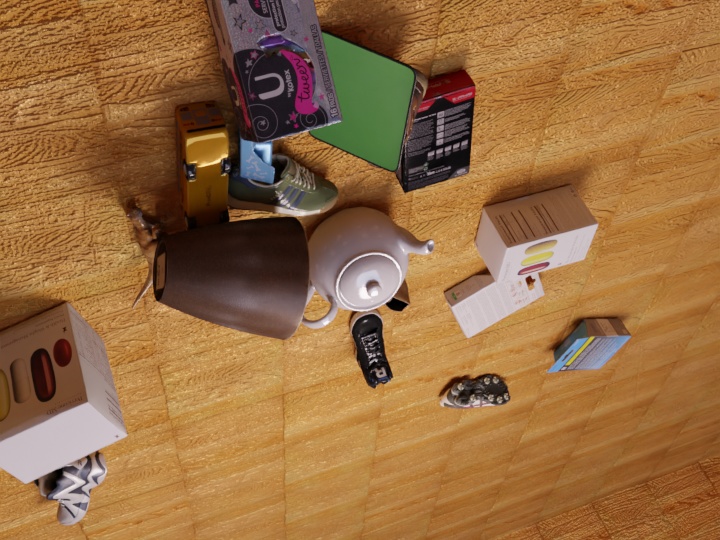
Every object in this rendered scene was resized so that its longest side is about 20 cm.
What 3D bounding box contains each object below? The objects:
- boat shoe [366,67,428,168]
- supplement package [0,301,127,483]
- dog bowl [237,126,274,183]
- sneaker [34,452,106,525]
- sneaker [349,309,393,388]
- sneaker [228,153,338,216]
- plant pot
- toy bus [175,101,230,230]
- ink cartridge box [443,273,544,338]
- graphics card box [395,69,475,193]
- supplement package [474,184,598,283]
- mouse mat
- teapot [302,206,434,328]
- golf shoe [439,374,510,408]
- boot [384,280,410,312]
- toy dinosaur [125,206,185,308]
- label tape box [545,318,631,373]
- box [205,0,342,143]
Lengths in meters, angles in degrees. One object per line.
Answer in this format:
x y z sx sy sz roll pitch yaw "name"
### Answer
0.042 -0.216 1.354 0.071 0.068 0.201 21 146 -4 "boat shoe"
-0.516 0.200 1.478 0.190 0.201 0.147 -25 146 -2 "supplement package"
-0.147 -0.210 1.265 0.049 0.112 0.201 -1 141 -10 "dog bowl"
-0.616 0.449 1.849 0.129 0.080 0.199 11 131 -40 "sneaker"
0.032 0.171 1.873 0.072 0.112 0.201 -20 145 -10 "sneaker"
-0.114 -0.139 1.407 0.198 0.068 0.090 -1 144 -27 "sneaker"
-0.200 0.006 1.340 0.198 0.188 0.188 4 137 -25 "plant pot"
-0.232 -0.142 1.319 0.064 0.079 0.201 -13 144 -20 "toy bus"
0.289 0.051 1.945 0.199 0.050 0.161 -32 145 1 "ink cartridge box"
0.119 -0.222 1.465 0.124 0.051 0.201 -19 144 -9 "graphics card box"
0.338 -0.071 1.754 0.198 0.110 0.114 -15 144 -15 "supplement package"
-0.003 -0.240 1.300 0.008 0.160 0.201 -55 165 -38 "mouse mat"
0.000 0.000 1.561 0.195 0.147 0.202 4 123 -21 "teapot"
0.290 0.311 2.278 0.198 0.078 0.088 4 156 -33 "golf shoe"
0.035 0.019 1.709 0.073 0.076 0.199 -36 143 20 "boot"
-0.326 -0.036 1.432 0.105 0.061 0.201 -6 133 -6 "toy dinosaur"
0.564 0.189 2.283 0.198 0.064 0.145 1 138 -34 "label tape box"
-0.111 -0.266 1.102 0.114 0.132 0.202 -18 104 -12 "box"
